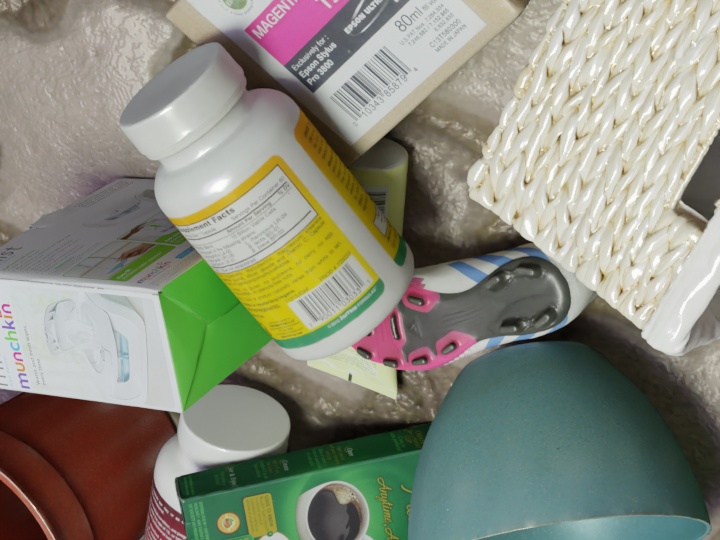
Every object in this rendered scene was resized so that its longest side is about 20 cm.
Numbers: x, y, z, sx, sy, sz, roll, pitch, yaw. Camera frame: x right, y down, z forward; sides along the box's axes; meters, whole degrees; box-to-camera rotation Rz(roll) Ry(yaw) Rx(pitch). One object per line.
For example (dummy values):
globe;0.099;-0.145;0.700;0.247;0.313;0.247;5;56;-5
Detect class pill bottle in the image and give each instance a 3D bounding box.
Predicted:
pill bottle;-0.063;-0.047;1.130;0.113;0.113;0.200;-22;119;36
pill bottle;-0.112;0.195;1.365;0.113;0.113;0.200;24;124;19

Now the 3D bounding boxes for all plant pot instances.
plant pot;-0.256;0.182;1.393;0.201;0.195;0.201;13;118;25
plant pot;0.124;0.125;1.162;0.200;0.200;0.135;-23;65;37

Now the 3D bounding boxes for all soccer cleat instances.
soccer cleat;0.079;0.024;1.185;0.200;0.086;0.070;-11;96;39

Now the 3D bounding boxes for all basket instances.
basket;0.199;-0.085;0.970;0.161;0.200;0.198;38;116;25

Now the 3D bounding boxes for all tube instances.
tube;0.000;0.000;1.248;0.058;0.052;0.200;-124;32;-51

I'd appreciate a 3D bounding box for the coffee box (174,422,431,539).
coffee box;-0.029;0.193;1.288;0.200;0.044;0.123;-12;112;-7

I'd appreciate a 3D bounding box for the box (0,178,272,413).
box;-0.154;0.009;1.245;0.176;0.200;0.097;3;114;29

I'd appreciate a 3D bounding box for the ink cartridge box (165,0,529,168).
ink cartridge box;-0.005;-0.182;1.112;0.165;0.075;0.200;40;134;-10
